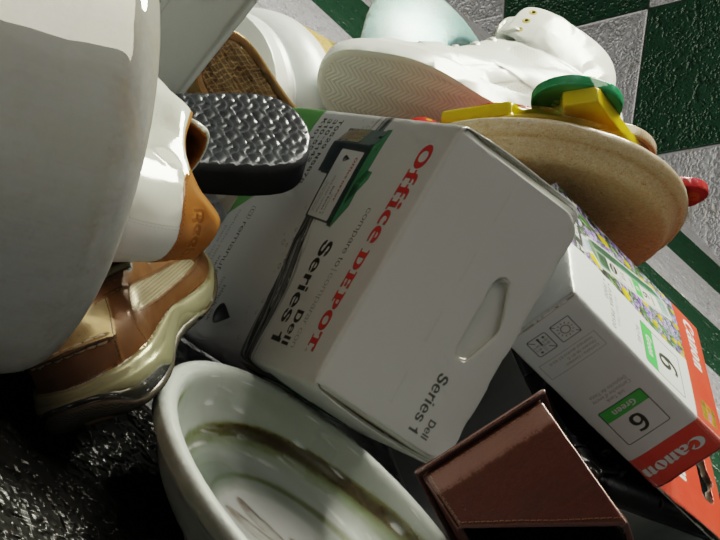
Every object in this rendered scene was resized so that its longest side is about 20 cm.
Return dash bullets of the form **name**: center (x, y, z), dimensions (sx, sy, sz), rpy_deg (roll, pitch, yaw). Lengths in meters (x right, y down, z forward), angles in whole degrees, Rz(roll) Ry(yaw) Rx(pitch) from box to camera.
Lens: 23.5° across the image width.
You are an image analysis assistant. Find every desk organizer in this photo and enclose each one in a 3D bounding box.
- **desk organizer**: center (0.096, 0.150, 0.852), dimensions (0.077, 0.071, 0.200), rpy_deg (56, -4, 35)

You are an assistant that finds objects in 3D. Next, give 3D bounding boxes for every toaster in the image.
- **toaster**: center (0.104, 0.091, 1.024), dimensions (0.199, 0.118, 0.182), rpy_deg (25, 35, -50)

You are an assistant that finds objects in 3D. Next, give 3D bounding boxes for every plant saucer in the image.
- **plant saucer**: center (-0.025, 0.127, 0.778), dimensions (0.200, 0.050, 0.200), rpy_deg (39, 14, -11)
- **plant saucer**: center (0.060, -0.101, 1.178), dimensions (0.201, 0.038, 0.203), rpy_deg (20, 67, -59)

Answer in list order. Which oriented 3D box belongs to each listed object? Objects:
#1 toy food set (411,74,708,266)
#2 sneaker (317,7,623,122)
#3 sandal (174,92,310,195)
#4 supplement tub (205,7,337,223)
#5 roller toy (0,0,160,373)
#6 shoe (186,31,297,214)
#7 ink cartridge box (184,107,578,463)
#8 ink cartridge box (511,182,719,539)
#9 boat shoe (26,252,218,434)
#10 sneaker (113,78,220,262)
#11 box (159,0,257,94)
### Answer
- **toy food set**: center (0.104, -0.046, 1.040), dimensions (0.200, 0.196, 0.049), rpy_deg (43, 47, -52)
- **sneaker**: center (0.071, -0.122, 1.102), dimensions (0.198, 0.074, 0.116), rpy_deg (16, 40, -8)
- **sandal**: center (-0.123, -0.057, 0.850), dimensions (0.198, 0.043, 0.077), rpy_deg (6, 45, -16)
- **supplement tub**: center (-0.055, -0.090, 1.154), dimensions (0.145, 0.145, 0.199), rpy_deg (49, 16, 27)
- **roller toy**: center (-0.167, -0.063, 0.645), dimensions (0.139, 0.183, 0.202), rpy_deg (14, 50, -26)
- **shoe**: center (-0.050, -0.056, 1.024), dimensions (0.053, 0.070, 0.201), rpy_deg (-5, -55, 47)
- **ink cartridge box**: center (0.000, 0.000, 0.888), dimensions (0.084, 0.147, 0.200), rpy_deg (34, -9, -26)
- **ink cartridge box**: center (0.156, 0.055, 0.958), dimensions (0.200, 0.050, 0.109), rpy_deg (43, 25, -24)
- **boat shoe**: center (-0.115, 0.003, 0.804), dimensions (0.200, 0.075, 0.074), rpy_deg (-90, 158, -73)
- **sneaker**: center (-0.122, -0.072, 0.793), dimensions (0.084, 0.073, 0.201), rpy_deg (10, 39, -38)
- **box**: center (-0.149, -0.164, 0.950), dimensions (0.130, 0.201, 0.199), rpy_deg (36, 5, -21)
